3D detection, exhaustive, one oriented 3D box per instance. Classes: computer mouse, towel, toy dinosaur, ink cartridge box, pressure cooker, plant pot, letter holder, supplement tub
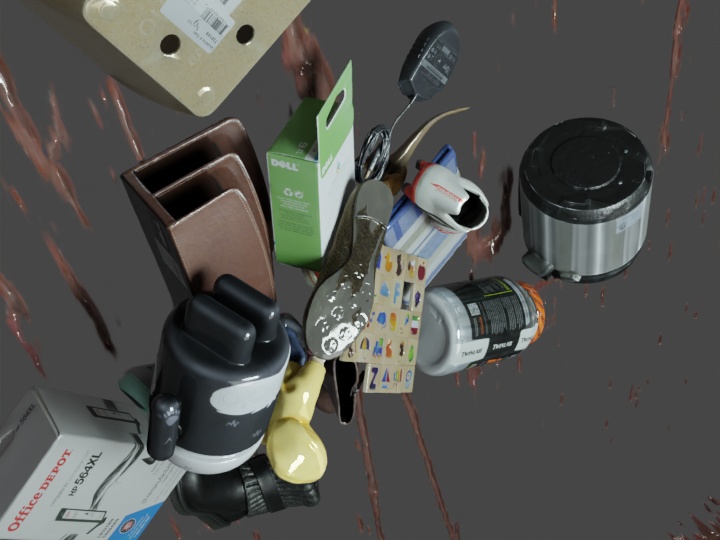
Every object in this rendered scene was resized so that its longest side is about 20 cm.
[{"bbox_3d":[0.046,-0.185,1.006,0.058,0.034,0.201,29,94,-50],"label":"computer mouse"},{"bbox_3d":[0.082,-0.052,1.144,0.147,0.024,0.200,-50,154,-14],"label":"towel"},{"bbox_3d":[0.039,-0.123,1.070,0.201,0.060,0.106,-57,168,18],"label":"toy dinosaur"},{"bbox_3d":[-0.049,-0.108,0.942,0.201,0.059,0.104,89,20,-44],"label":"ink cartridge box"},{"bbox_3d":[-0.307,0.222,1.016,0.147,0.084,0.199,-53,143,10],"label":"ink cartridge box"},{"bbox_3d":[0.301,-0.080,1.237,0.174,0.180,0.201,-2,145,12],"label":"pressure cooker"},{"bbox_3d":[-0.149,-0.234,0.672,0.200,0.177,0.200,-48,143,2],"label":"plant pot"},{"bbox_3d":[-0.134,-0.034,0.936,0.141,0.101,0.201,-33,141,-19],"label":"letter holder"},{"bbox_3d":[0.163,0.074,1.299,0.198,0.123,0.123,-8,129,-38],"label":"supplement tub"}]

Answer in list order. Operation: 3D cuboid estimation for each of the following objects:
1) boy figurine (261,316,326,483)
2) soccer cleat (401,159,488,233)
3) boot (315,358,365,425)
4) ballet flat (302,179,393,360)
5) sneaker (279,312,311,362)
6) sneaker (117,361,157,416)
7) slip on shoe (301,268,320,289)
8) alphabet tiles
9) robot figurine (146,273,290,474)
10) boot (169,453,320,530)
[{"bbox_3d":[-0.075,0.137,0.971,0.064,0.201,0.124,29,115,-31],"label":"boy figurine"},{"bbox_3d":[0.117,-0.071,1.058,0.069,0.085,0.200,-58,154,4],"label":"soccer cleat"},{"bbox_3d":[-0.035,0.136,1.122,0.071,0.167,0.202,-3,122,-7],"label":"boot"},{"bbox_3d":[-0.014,-0.002,0.956,0.067,0.046,0.202,22,73,-20],"label":"ballet flat"},{"bbox_3d":[-0.123,0.141,1.112,0.095,0.079,0.201,-14,135,-43],"label":"sneaker"},{"bbox_3d":[-0.182,0.098,1.016,0.140,0.078,0.200,-51,168,-2],"label":"sneaker"},{"bbox_3d":[0.000,0.000,1.089,0.061,0.075,0.200,-21,164,22],"label":"slip on shoe"},{"bbox_3d":[0.029,0.058,1.064,0.199,0.007,0.169,14,82,-62],"label":"alphabet tiles"},{"bbox_3d":[-0.139,0.102,0.875,0.149,0.125,0.201,-2,131,-26],"label":"robot figurine"},{"bbox_3d":[-0.146,0.264,1.169,0.156,0.080,0.211,-15,152,7],"label":"boot"}]
